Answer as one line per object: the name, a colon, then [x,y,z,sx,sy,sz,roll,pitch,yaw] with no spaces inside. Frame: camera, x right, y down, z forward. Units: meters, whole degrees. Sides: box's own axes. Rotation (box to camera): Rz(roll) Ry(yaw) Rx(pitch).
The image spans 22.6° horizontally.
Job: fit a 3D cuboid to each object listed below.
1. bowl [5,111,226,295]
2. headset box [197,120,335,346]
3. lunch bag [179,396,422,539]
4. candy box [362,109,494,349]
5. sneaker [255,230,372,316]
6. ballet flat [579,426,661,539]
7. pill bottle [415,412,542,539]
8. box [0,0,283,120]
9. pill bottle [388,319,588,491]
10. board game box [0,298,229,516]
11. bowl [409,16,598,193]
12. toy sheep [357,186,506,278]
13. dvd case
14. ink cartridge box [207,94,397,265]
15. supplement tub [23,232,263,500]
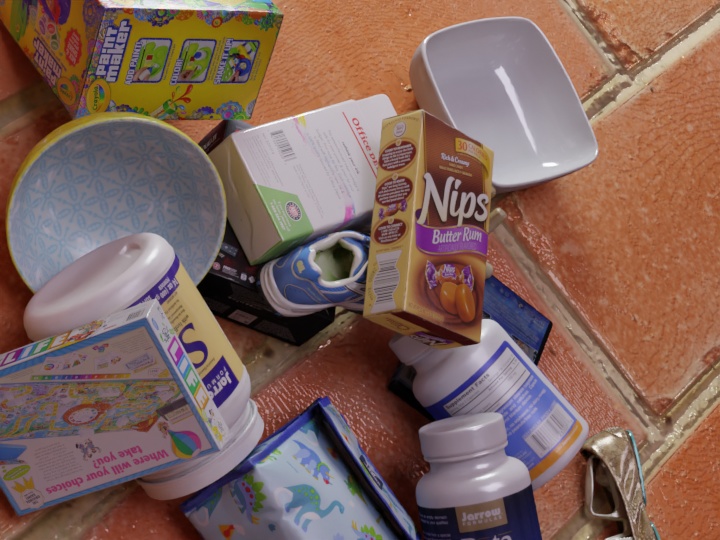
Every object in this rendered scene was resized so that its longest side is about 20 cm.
bowl: [-0.232,-0.063,1.650,0.200,0.200,0.108,18,16,-27]
headset box: [-0.094,-0.047,1.775,0.149,0.077,0.200,23,57,-24]
lunch bag: [-0.036,0.220,1.652,0.170,0.127,0.200,56,32,1]
candy box: [0.066,-0.038,1.707,0.117,0.056,0.200,24,64,-45]
sneaker: [0.000,0.000,1.717,0.200,0.077,0.076,-14,77,-40]
ballet flat: [0.275,0.264,1.890,0.065,0.071,0.200,-11,68,-10]
pill bottle: [0.113,0.241,1.710,0.111,0.111,0.200,-15,95,-39]
box: [-0.213,-0.243,1.711,0.192,0.122,0.200,-5,39,-36]
pill bottle: [0.123,0.120,1.791,0.200,0.112,0.112,48,49,-4]
board game box: [-0.228,0.116,1.495,0.034,0.200,0.135,-72,139,-62]
bowl: [0.149,-0.177,2.014,0.200,0.075,0.200,-16,77,-39]
toy sheep: [0.069,-0.050,1.854,0.200,0.138,0.138,38,50,-25]
dvd case: [0.119,0.088,1.891,0.143,0.018,0.200,38,50,-14]
ink cartridge box: [-0.039,-0.091,1.740,0.200,0.067,0.117,-19,79,-38]
supplement tub: [-0.185,0.084,1.573,0.145,0.145,0.200,-48,117,-41]
